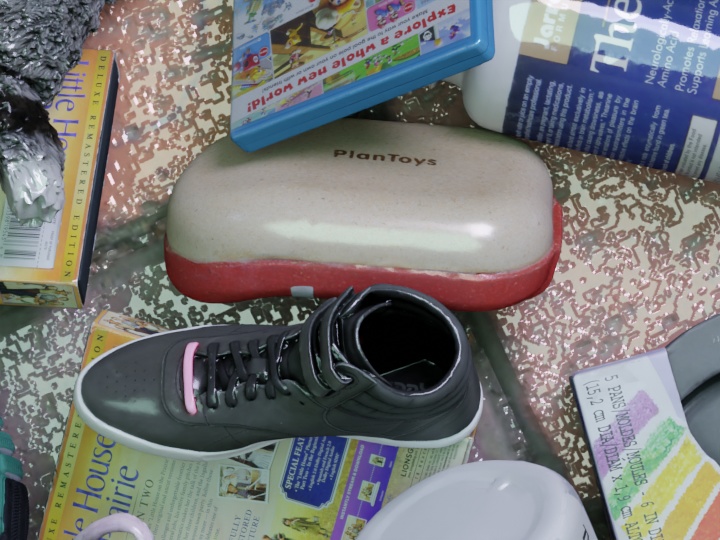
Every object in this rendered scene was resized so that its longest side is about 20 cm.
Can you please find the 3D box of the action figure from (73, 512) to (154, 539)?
[{"bbox_3d":[-0.085,0.236,1.259,0.200,0.134,0.149,27,50,-29],"label":"action figure"}]

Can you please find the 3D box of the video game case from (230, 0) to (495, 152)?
[{"bbox_3d":[-0.001,-0.165,1.232,0.143,0.018,0.200,-19,54,27],"label":"video game case"}]

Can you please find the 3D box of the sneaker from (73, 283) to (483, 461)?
[{"bbox_3d":[-0.037,0.043,1.180,0.200,0.099,0.071,1,66,-3],"label":"sneaker"}]

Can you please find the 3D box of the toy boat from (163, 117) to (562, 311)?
[{"bbox_3d":[0.000,0.000,1.264,0.200,0.131,0.131,5,117,4],"label":"toy boat"}]

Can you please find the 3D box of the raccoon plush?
[{"bbox_3d":[-0.140,-0.117,1.257,0.134,0.097,0.200,-16,73,-16],"label":"raccoon plush"}]

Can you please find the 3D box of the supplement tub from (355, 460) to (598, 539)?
[{"bbox_3d":[0.080,0.202,1.209,0.122,0.123,0.200,-24,116,2],"label":"supplement tub"}]

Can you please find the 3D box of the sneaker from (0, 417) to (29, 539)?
[{"bbox_3d":[-0.237,0.081,1.276,0.088,0.074,0.200,-33,60,13],"label":"sneaker"}]

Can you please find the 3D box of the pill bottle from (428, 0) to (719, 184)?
[{"bbox_3d":[0.116,-0.115,1.251,0.200,0.111,0.111,13,89,4],"label":"pill bottle"}]

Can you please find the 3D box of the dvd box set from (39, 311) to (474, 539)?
[{"bbox_3d":[-0.056,0.117,1.267,0.200,0.029,0.146,16,107,3],"label":"dvd box set"}]

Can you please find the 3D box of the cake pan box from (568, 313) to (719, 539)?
[{"bbox_3d":[0.217,0.116,1.269,0.184,0.052,0.200,-14,87,1],"label":"cake pan box"}]

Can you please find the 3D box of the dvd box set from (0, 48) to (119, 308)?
[{"bbox_3d":[-0.232,-0.054,1.280,0.200,0.029,0.146,3,60,3],"label":"dvd box set"}]
